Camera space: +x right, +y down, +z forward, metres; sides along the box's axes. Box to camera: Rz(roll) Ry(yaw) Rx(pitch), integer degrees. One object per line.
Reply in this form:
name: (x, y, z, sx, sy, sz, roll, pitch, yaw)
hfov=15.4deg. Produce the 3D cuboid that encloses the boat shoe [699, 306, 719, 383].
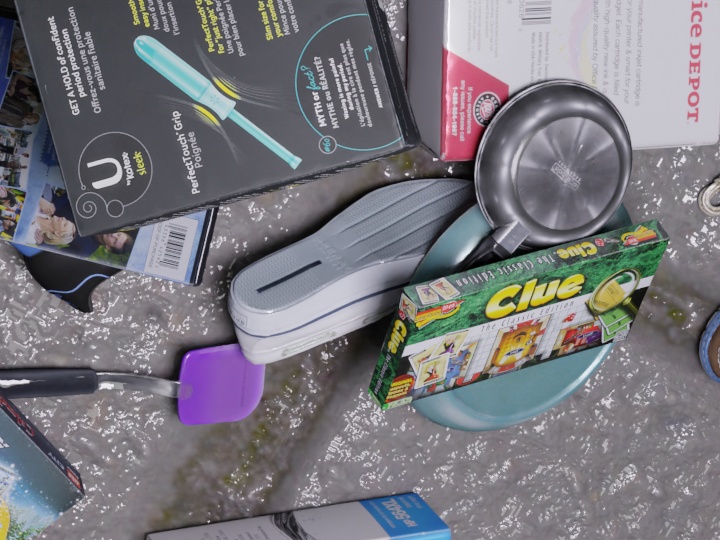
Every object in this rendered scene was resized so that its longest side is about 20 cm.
boat shoe: (0.336, 0.027, 1.883, 0.200, 0.072, 0.072, -27, 112, -9)

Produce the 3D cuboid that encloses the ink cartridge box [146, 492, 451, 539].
ink cartridge box: (-0.041, 0.244, 1.820, 0.200, 0.084, 0.146, -6, 108, -15)

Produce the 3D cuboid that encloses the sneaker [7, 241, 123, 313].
sneaker: (-0.131, -0.056, 1.715, 0.200, 0.070, 0.078, -38, 115, 4)

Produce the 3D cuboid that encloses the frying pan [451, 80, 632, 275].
frying pan: (0.098, -0.046, 1.715, 0.190, 0.031, 0.115, -32, 115, -13)

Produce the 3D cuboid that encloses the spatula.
spatula: (-0.160, 0.076, 1.765, 0.200, 0.021, 0.057, 0, 108, -13)

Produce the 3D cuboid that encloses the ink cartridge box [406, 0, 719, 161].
ink cartridge box: (0.135, -0.155, 1.758, 0.200, 0.086, 0.148, -4, 106, -18)

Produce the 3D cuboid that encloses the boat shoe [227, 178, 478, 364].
boat shoe: (0.000, 0.000, 1.778, 0.200, 0.074, 0.067, -21, 142, -17)

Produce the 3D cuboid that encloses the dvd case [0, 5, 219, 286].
dvd case: (-0.180, -0.082, 1.664, 0.200, 0.018, 0.143, 14, 93, 4)

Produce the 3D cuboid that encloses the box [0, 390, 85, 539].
box: (-0.294, 0.115, 1.719, 0.137, 0.038, 0.200, -39, 114, 3)

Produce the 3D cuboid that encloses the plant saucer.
plant saucer: (0.113, 0.029, 1.799, 0.200, 0.027, 0.200, -18, 127, -26)

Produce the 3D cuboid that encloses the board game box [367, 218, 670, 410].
board game box: (0.104, 0.029, 1.740, 0.200, 0.023, 0.105, -15, 141, -28)

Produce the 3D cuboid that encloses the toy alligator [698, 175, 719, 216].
toy alligator: (0.277, -0.126, 1.828, 0.059, 0.054, 0.200, 9, 103, -19)

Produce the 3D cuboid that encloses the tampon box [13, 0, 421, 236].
tampon box: (-0.082, -0.117, 1.581, 0.200, 0.126, 0.150, -15, 91, 6)
